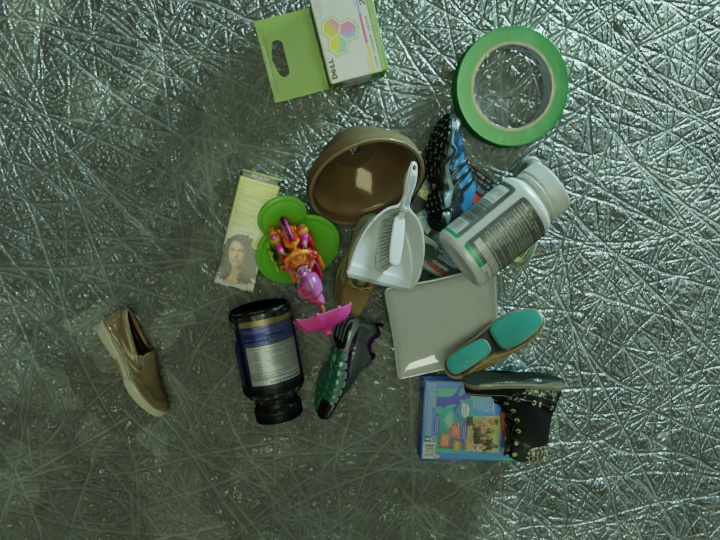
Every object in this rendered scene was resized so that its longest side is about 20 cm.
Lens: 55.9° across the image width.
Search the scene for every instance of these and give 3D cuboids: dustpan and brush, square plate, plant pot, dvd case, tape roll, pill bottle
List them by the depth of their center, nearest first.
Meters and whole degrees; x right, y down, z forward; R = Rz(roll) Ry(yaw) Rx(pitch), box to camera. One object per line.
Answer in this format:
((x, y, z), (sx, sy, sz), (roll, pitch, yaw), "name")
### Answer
((0.059, -0.077, 1.105), (0.138, 0.057, 0.203), (14, 81, -32), "dustpan and brush")
((0.236, -0.077, 1.110), (0.199, 0.113, 0.114), (-38, 98, -2), "pill bottle")
((0.000, -0.176, 1.143), (0.198, 0.202, 0.094), (-18, 57, -1), "plant pot")
((0.260, -0.318, 1.186), (0.197, 0.048, 0.204), (0, 97, -4), "tape roll")
((-0.160, 0.159, 1.187), (0.110, 0.112, 0.203), (-10, 98, -2), "pill bottle")
((0.154, -0.095, 1.206), (0.145, 0.022, 0.202), (32, 84, -7), "dvd case")
((0.149, 0.091, 1.213), (0.197, 0.029, 0.200), (-12, 120, -3), "square plate")

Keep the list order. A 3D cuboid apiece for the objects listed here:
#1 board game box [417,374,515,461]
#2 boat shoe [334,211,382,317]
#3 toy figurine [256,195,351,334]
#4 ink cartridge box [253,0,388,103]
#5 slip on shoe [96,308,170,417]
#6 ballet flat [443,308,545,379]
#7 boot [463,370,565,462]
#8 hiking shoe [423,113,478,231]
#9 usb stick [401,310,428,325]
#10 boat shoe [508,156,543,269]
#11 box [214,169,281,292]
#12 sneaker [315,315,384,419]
((0.208, 0.274, 1.260), (0.197, 0.045, 0.155), (3, 97, -4), "board game box")
((0.000, 0.000, 1.183), (0.073, 0.067, 0.202), (10, 113, -9), "boat shoe")
((-0.083, 0.008, 1.088), (0.149, 0.185, 0.201), (-24, 139, -4), "toy figurine")
((-0.068, -0.379, 1.142), (0.197, 0.076, 0.150), (-15, 98, -3), "ink cartridge box")
((-0.385, 0.161, 1.194), (0.060, 0.076, 0.202), (-29, 91, 7), "slip on shoe")
((0.239, 0.133, 1.212), (0.198, 0.063, 0.069), (-29, 59, 8), "ballet flat")
((0.264, 0.258, 1.190), (0.201, 0.073, 0.156), (4, 97, -25), "boot")
((0.160, -0.166, 1.171), (0.086, 0.074, 0.203), (3, 92, -27), "hiking shoe")
((0.146, 0.042, 1.231), (0.198, 0.033, 0.056), (-23, 91, -1), "usb stick")
((0.286, -0.100, 1.201), (0.071, 0.062, 0.203), (4, 103, 3), "boat shoe")
((-0.196, -0.070, 1.187), (0.074, 0.050, 0.203), (13, 96, -5), "box")
((-0.017, 0.182, 1.223), (0.087, 0.074, 0.202), (10, 108, -28), "sneaker")
